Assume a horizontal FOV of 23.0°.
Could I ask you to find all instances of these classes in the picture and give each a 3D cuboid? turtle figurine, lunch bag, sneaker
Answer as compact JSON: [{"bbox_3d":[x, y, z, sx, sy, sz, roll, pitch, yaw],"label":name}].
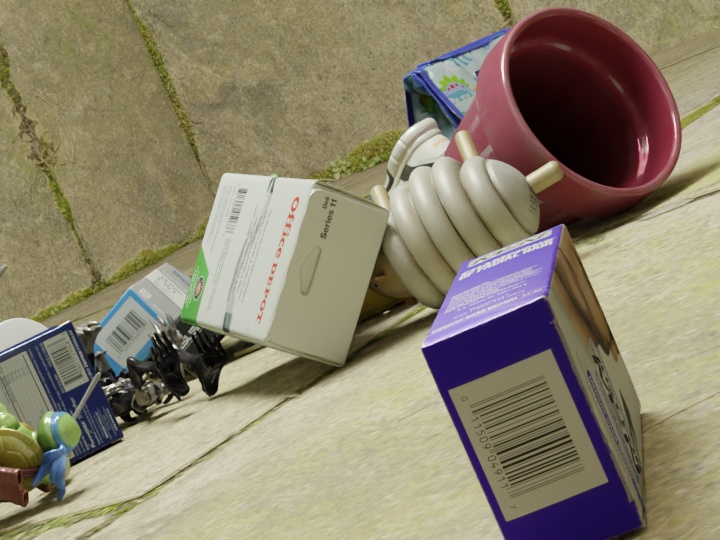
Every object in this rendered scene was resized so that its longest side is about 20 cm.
[{"bbox_3d":[-0.322,0.141,1.516,0.193,0.201,0.144,-27,-29,11],"label":"turtle figurine"},{"bbox_3d":[0.143,-0.145,1.888,0.170,0.201,0.127,-28,7,-42],"label":"lunch bag"},{"bbox_3d":[0.055,-0.060,1.841,0.074,0.080,0.200,-31,-27,-39],"label":"sneaker"}]

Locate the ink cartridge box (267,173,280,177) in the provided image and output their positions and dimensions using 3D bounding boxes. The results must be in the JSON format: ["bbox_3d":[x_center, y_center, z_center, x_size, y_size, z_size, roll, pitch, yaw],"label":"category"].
[{"bbox_3d":[-0.109,-0.032,2.145,0.084,0.146,0.200,-24,5,2],"label":"ink cartridge box"}]

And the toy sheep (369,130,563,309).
[{"bbox_3d":[0.086,-0.041,1.530,0.200,0.138,0.138,-35,2,18],"label":"toy sheep"}]

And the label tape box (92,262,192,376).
[{"bbox_3d":[-0.244,0.068,1.944,0.143,0.066,0.200,-49,1,16],"label":"label tape box"}]

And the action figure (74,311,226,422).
[{"bbox_3d":[-0.214,0.091,1.695,0.119,0.102,0.200,-11,-4,-41],"label":"action figure"}]

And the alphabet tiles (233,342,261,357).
[{"bbox_3d":[-0.024,0.035,1.895,0.199,0.008,0.167,-23,6,19],"label":"alphabet tiles"}]

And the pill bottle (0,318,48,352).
[{"bbox_3d":[-0.363,0.124,1.725,0.112,0.112,0.200,-29,-9,-42],"label":"pill bottle"}]

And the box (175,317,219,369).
[{"bbox_3d":[-0.126,0.010,1.899,0.200,0.044,0.160,-50,0,7],"label":"box"}]

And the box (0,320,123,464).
[{"bbox_3d":[-0.329,0.142,1.605,0.200,0.122,0.032,-26,7,-22],"label":"box"}]

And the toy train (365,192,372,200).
[{"bbox_3d":[0.035,-0.045,2.047,0.114,0.086,0.200,-8,11,25],"label":"toy train"}]

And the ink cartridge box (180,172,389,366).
[{"bbox_3d":[-0.070,-0.004,1.562,0.083,0.147,0.200,19,-3,-27],"label":"ink cartridge box"}]

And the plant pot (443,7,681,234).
[{"bbox_3d":[0.175,-0.121,1.692,0.200,0.200,0.179,-29,-8,-38],"label":"plant pot"}]

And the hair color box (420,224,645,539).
[{"bbox_3d":[0.086,0.052,0.831,0.065,0.110,0.200,-23,7,10],"label":"hair color box"}]

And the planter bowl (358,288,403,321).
[{"bbox_3d":[0.000,0.000,1.737,0.200,0.084,0.200,-23,6,2],"label":"planter bowl"}]
